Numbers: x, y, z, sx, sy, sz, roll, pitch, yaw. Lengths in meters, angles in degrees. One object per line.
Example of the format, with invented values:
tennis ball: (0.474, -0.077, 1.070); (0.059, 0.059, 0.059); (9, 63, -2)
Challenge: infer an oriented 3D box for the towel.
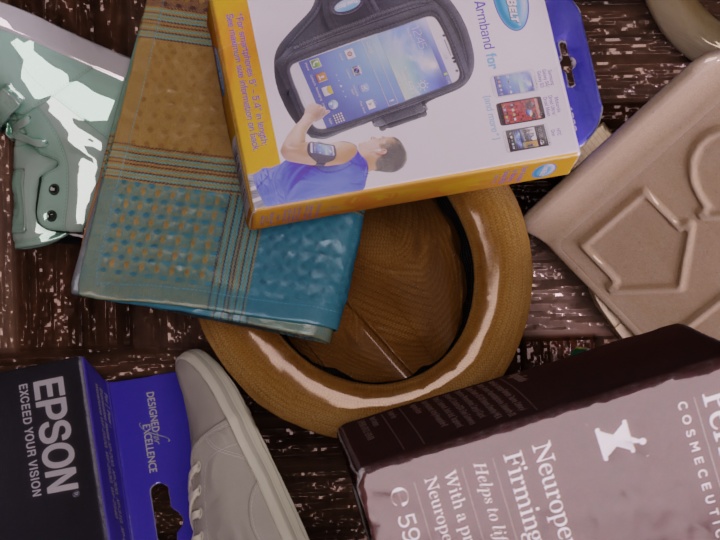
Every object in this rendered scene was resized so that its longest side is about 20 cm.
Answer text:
towel: (-0.064, -0.067, 1.267); (0.146, 0.022, 0.201); (11, 75, 5)

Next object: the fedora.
fedora: (0.000, 0.000, 1.305); (0.200, 0.082, 0.201); (0, 81, 2)

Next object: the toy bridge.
toy bridge: (0.172, 0.015, 1.340); (0.067, 0.027, 0.200); (-37, 90, -1)

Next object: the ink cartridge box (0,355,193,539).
ink cartridge box: (-0.178, 0.144, 1.265); (0.199, 0.043, 0.199); (-12, 56, -4)

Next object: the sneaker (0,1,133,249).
sneaker: (-0.195, -0.079, 1.300); (0.200, 0.074, 0.119); (21, 81, -4)

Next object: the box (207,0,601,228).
box: (0.028, -0.099, 1.236); (0.199, 0.041, 0.119); (-11, 78, -6)

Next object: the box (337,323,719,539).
box: (0.106, 0.137, 1.179); (0.199, 0.164, 0.166); (-17, 94, -2)

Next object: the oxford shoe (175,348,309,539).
oxford shoe: (-0.068, 0.124, 1.252); (0.058, 0.075, 0.200); (-22, 56, -6)

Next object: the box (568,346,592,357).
box: (0.167, 0.147, 1.291); (0.200, 0.048, 0.117); (36, 87, -4)

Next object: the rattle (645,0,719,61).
rattle: (0.254, -0.160, 1.351); (0.200, 0.143, 0.130); (39, 119, -16)

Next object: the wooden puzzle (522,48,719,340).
wooden puzzle: (0.211, -0.011, 1.263); (0.200, 0.185, 0.046); (42, 47, -4)
